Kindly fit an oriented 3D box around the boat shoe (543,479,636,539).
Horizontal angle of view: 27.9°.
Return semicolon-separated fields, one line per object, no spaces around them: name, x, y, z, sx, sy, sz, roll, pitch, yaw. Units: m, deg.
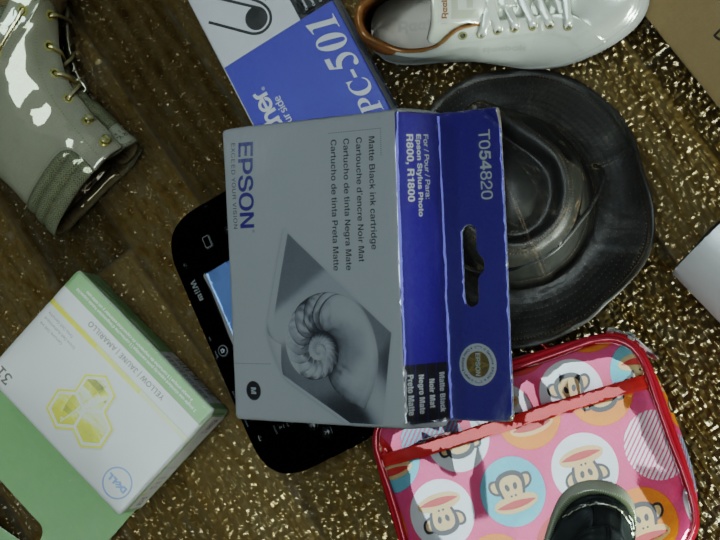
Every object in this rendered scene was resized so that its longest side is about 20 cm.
boat shoe;0.132;0.231;0.886;0.074;0.066;0.201;12;112;-2

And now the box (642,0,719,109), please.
box;0.273;-0.176;0.913;0.163;0.021;0.201;-45;68;27

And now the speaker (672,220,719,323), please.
speaker;0.293;0.044;0.923;0.081;0.081;0.200;-43;79;7

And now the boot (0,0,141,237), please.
boot;-0.212;-0.143;1.046;0.154;0.072;0.201;39;100;12

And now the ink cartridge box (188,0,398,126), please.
ink cartridge box;-0.057;-0.172;1.028;0.093;0.044;0.201;-29;82;11

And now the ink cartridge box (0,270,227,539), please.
ink cartridge box;-0.213;0.123;1.043;0.145;0.048;0.200;44;93;10

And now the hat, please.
hat;0.093;-0.056;0.948;0.198;0.081;0.203;-7;69;18

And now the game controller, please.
game controller;-0.059;0.038;1.017;0.104;0.042;0.202;-26;81;9

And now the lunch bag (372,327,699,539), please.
lunch bag;0.113;0.124;0.960;0.198;0.082;0.178;-19;79;9

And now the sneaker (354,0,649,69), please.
sneaker;0.090;-0.169;0.963;0.198;0.085;0.074;-7;90;20

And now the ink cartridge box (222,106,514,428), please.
ink cartridge box;0.000;0.000;0.932;0.198;0.040;0.202;-3;90;34
